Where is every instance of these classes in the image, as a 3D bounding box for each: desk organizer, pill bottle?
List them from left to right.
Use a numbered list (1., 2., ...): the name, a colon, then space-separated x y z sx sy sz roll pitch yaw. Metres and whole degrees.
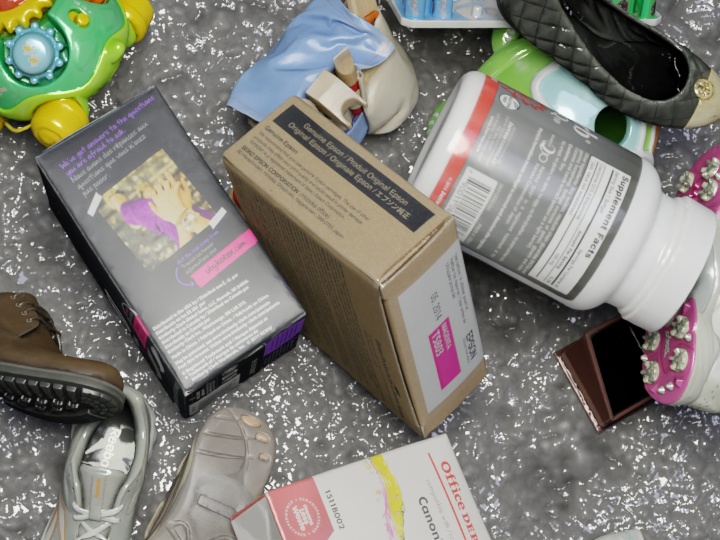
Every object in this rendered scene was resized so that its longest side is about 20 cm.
1. pill bottle: 0.136 -0.044 1.077 0.198 0.116 0.117 27 73 -4
2. desk organizer: 0.258 0.042 1.201 0.198 0.077 0.072 -27 80 -14

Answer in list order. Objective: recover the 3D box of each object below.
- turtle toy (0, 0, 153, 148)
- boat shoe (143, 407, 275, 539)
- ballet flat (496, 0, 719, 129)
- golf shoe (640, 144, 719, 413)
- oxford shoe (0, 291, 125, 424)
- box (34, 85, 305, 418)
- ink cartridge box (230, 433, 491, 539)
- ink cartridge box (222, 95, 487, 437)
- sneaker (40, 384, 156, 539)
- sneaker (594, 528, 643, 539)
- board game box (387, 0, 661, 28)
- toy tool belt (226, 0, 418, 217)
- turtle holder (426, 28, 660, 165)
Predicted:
1. turtle toy: -0.258 -0.177 1.154 0.198 0.101 0.147 9 57 26
2. boat shoe: -0.119 0.196 1.108 0.074 0.073 0.201 29 67 -6
3. ballet flat: 0.183 -0.158 1.105 0.198 0.057 0.067 27 70 -18
4. golf shoe: 0.263 0.009 1.142 0.091 0.075 0.202 18 75 -19
5. oxford shoe: -0.239 0.052 1.090 0.198 0.073 0.085 13 64 29
6. box: -0.138 -0.010 1.132 0.105 0.122 0.201 -32 81 -13
7. ink cartridge box: 0.023 0.190 1.097 0.198 0.067 0.118 -14 74 -35
8. ink cartridge box: 0.000 0.000 1.085 0.075 0.201 0.164 -41 58 -17
9. sneaker: -0.189 0.173 1.093 0.075 0.092 0.203 8 75 -7
10. sneaker: 0.227 0.284 1.142 0.088 0.075 0.202 -23 78 -25
11. board game box: 0.109 -0.236 1.206 0.197 0.201 0.026 -2 120 -11
12. toy tool belt: -0.045 -0.131 1.171 0.124 0.123 0.201 28 71 27
13. turtle holder: 0.144 -0.114 1.178 0.184 0.141 0.133 -2 55 -39
